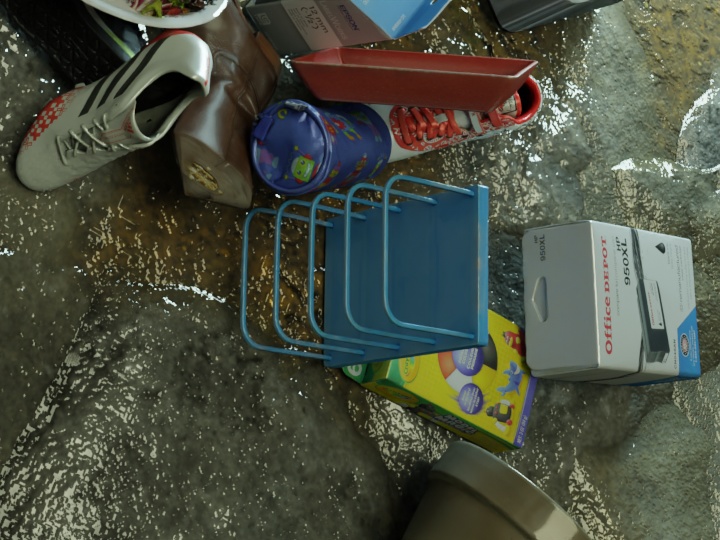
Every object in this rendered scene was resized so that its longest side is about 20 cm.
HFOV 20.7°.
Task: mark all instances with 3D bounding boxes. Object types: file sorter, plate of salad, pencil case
[{"bbox_3d":[0.000,0.000,1.720,0.122,0.199,0.140,11,75,-41],"label":"file sorter"},{"bbox_3d":[-0.196,-0.279,1.651,0.199,0.048,0.201,21,38,-17],"label":"plate of salad"},{"bbox_3d":[-0.037,-0.112,1.744,0.087,0.078,0.200,42,15,10],"label":"pencil case"}]

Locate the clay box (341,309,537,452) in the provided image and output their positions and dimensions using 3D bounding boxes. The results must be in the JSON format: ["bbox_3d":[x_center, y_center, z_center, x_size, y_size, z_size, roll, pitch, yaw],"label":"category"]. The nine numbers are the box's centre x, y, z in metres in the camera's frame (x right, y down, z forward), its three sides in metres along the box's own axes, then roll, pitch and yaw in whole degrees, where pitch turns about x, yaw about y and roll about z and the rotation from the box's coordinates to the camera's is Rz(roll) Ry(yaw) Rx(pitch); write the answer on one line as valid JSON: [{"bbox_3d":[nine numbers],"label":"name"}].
[{"bbox_3d":[0.080,0.082,1.865,0.199,0.047,0.116,28,65,-30],"label":"clay box"}]

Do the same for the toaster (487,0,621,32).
[{"bbox_3d":[0.195,-0.349,1.983,0.199,0.118,0.182,-19,92,-36],"label":"toaster"}]

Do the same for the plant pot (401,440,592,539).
[{"bbox_3d":[0.104,0.285,1.775,0.200,0.200,0.174,47,75,-19],"label":"plant pot"}]

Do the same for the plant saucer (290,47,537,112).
[{"bbox_3d":[0.052,-0.172,1.767,0.200,0.198,0.037,-44,137,-75],"label":"plant saucer"}]

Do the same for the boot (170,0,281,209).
[{"bbox_3d":[-0.145,-0.166,1.700,0.186,0.064,0.201,41,39,-25],"label":"boot"}]

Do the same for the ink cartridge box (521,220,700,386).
[{"bbox_3d":[0.249,0.035,1.942,0.199,0.084,0.146,7,77,-51],"label":"ink cartridge box"}]

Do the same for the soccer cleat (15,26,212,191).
[{"bbox_3d":[-0.204,-0.123,1.624,0.069,0.199,0.085,48,14,-36],"label":"soccer cleat"}]

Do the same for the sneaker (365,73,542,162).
[{"bbox_3d":[0.080,-0.150,1.870,0.200,0.108,0.068,-13,89,-36],"label":"sneaker"}]

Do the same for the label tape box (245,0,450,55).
[{"bbox_3d":[0.011,-0.270,1.783,0.144,0.199,0.066,-52,120,-30],"label":"label tape box"}]

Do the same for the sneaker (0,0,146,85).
[{"bbox_3d":[-0.241,-0.217,1.696,0.201,0.071,0.083,56,25,-11],"label":"sneaker"}]
